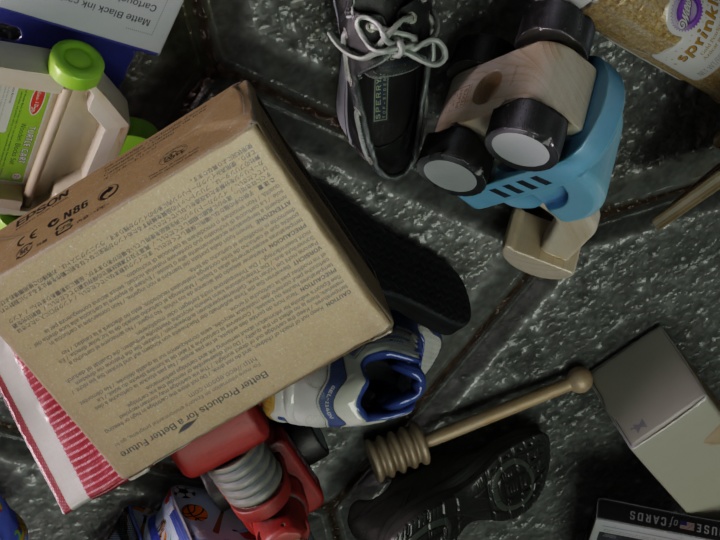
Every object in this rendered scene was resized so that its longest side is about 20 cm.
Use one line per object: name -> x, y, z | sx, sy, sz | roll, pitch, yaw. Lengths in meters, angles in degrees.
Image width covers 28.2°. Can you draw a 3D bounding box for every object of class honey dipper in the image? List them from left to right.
honey dipper -> 0.101, 0.123, 1.187 | 0.199, 0.038, 0.038 | -20, 134, -7

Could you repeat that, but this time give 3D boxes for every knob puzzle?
knob puzzle -> 0.302, -0.120, 1.001 | 0.219, 0.030, 0.220 | -39, 176, -3

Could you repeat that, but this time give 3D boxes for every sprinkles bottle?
sprinkles bottle -> 0.194, -0.173, 0.946 | 0.199, 0.068, 0.068 | 20, 119, -35

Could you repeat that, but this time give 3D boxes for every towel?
towel -> -0.147, 0.053, 0.965 | 0.199, 0.144, 0.023 | -32, 169, 7

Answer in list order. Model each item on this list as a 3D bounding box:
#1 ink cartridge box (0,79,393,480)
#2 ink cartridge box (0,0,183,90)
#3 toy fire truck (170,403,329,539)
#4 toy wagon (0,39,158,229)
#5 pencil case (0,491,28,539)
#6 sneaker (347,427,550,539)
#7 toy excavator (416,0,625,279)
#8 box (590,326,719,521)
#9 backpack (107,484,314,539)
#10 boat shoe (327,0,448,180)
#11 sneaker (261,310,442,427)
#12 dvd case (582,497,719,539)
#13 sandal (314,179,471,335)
ink cartridge box -> -0.107, 0.008, 0.872 | 0.199, 0.075, 0.165 | -30, 119, 7
ink cartridge box -> -0.186, -0.190, 0.797 | 0.199, 0.041, 0.200 | 12, 124, -30
toy fire truck -> -0.094, 0.152, 1.010 | 0.128, 0.200, 0.176 | -27, 126, 2
toy wagon -> -0.202, -0.080, 0.871 | 0.199, 0.040, 0.155 | 5, 141, -26
pencil case -> -0.301, 0.147, 1.013 | 0.078, 0.087, 0.201 | -38, 139, -22
sneaker -> 0.075, 0.178, 1.202 | 0.199, 0.091, 0.076 | -23, 121, -31
toy excavator -> 0.125, -0.064, 0.967 | 0.200, 0.100, 0.194 | 34, 151, -28
box -> 0.284, 0.146, 1.241 | 0.078, 0.095, 0.200 | -35, 134, 10
backpack -> -0.108, 0.274, 1.127 | 0.199, 0.191, 0.154 | 15, 122, -30
boat shoe -> 0.015, -0.146, 0.896 | 0.073, 0.068, 0.200 | -8, 131, -16
sneaker -> 0.017, 0.077, 1.026 | 0.200, 0.088, 0.076 | -20, 115, -55
dvd case -> 0.275, 0.268, 1.310 | 0.149, 0.025, 0.200 | 10, 148, 6
sandal -> 0.001, 0.001, 1.020 | 0.048, 0.076, 0.200 | -31, 136, 31
